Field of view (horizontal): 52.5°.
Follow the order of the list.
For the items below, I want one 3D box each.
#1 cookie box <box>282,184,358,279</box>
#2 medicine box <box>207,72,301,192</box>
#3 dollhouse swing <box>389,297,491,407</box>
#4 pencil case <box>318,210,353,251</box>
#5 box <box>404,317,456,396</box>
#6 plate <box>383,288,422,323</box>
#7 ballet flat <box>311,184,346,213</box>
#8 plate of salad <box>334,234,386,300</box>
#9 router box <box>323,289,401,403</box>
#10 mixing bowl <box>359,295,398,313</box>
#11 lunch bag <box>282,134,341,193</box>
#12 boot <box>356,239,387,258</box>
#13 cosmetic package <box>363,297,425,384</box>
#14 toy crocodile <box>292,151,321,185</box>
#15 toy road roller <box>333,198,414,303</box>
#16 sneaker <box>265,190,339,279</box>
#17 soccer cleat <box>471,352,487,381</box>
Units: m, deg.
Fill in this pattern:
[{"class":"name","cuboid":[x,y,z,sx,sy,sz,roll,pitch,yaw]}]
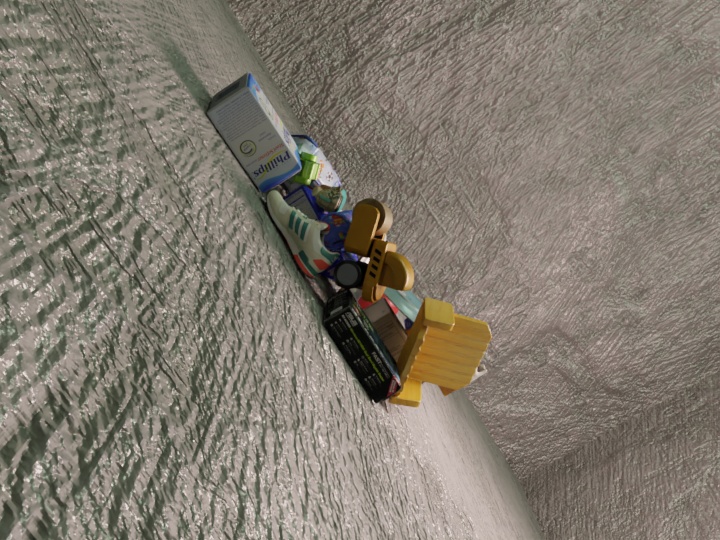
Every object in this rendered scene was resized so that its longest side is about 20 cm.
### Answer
[{"class":"cookie box","cuboid":[-0.091,-0.084,1.701,0.201,0.075,0.171,61,9,12]},{"class":"medicine box","cuboid":[-0.220,-0.291,1.532,0.200,0.103,0.182,56,7,-24]},{"class":"dollhouse swing","cuboid":[0.177,0.189,1.525,0.175,0.201,0.182,22,17,-2]},{"class":"pencil case","cuboid":[-0.028,-0.087,1.590,0.087,0.078,0.200,67,18,2]},{"class":"box","cuboid":[0.154,0.182,1.684,0.200,0.041,0.119,57,6,-6]},{"class":"plate","cuboid":[0.106,0.068,1.649,0.200,0.026,0.200,42,11,-10]},{"class":"ballet flat","cuboid":[-0.072,-0.166,1.642,0.075,0.068,0.200,27,6,-2]},{"class":"plate of salad","cuboid":[0.000,0.000,1.644,0.048,0.201,0.200,28,0,12]},{"class":"router box","cuboid":[0.004,0.146,1.448,0.200,0.062,0.150,58,5,-11]},{"class":"mixing bowl","cuboid":[0.038,0.064,1.922,0.201,0.108,0.200,58,7,-11]},{"class":"lunch bag","cuboid":[-0.150,-0.253,1.803,0.160,0.076,0.200,9,-36,41]},{"class":"boot","cuboid":[0.047,-0.002,2.062,0.068,0.130,0.200,47,-16,34]},{"class":"cosmetic package","cuboid":[0.067,0.175,1.649,0.200,0.103,0.087,59,4,-23]},{"class":"toy crocodile","cuboid":[-0.113,-0.223,1.624,0.061,0.068,0.200,15,5,-9]},{"class":"toy road roller","cuboid":[0.043,-0.034,1.465,0.145,0.201,0.123,16,3,13]},{"class":"sneaker","cuboid":[-0.112,-0.086,1.465,0.200,0.093,0.070,61,6,12]},{"class":"soccer cleat","cuboid":[0.234,0.173,1.681,0.070,0.086,0.200,-103,171,-57]}]
